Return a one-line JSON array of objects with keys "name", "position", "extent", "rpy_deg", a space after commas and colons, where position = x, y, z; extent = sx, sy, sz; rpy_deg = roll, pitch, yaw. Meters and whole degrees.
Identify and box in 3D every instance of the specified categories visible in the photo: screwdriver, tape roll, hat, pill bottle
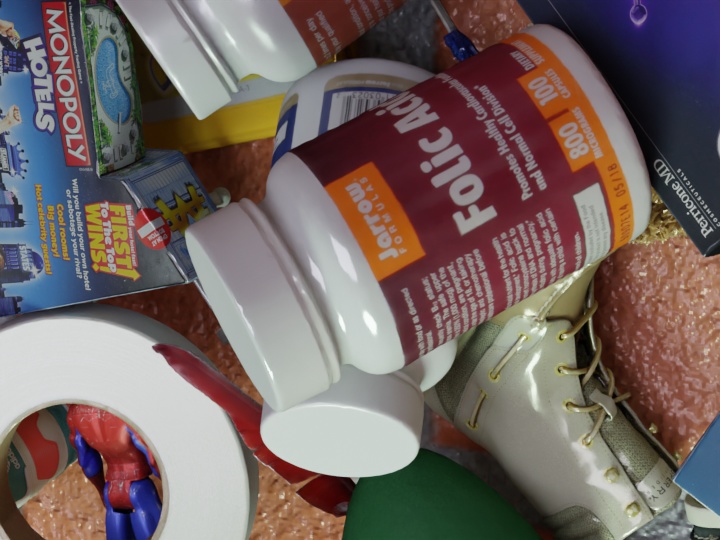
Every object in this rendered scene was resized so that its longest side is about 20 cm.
[{"name": "screwdriver", "position": [0.039, -0.137, 1.150], "extent": [0.029, 0.028, 0.201], "rpy_deg": [-37, 66, 8]}, {"name": "tape roll", "position": [-0.157, 0.120, 1.222], "extent": [0.201, 0.037, 0.205], "rpy_deg": [1, 102, 7]}, {"name": "hat", "position": [0.027, 0.106, 1.175], "extent": [0.165, 0.199, 0.178], "rpy_deg": [-22, 73, 32]}, {"name": "pill bottle", "position": [0.026, -0.023, 1.008], "extent": [0.199, 0.114, 0.115], "rpy_deg": [-28, 90, -10]}, {"name": "pill bottle", "position": [0.000, 0.000, 1.127], "extent": [0.110, 0.111, 0.202], "rpy_deg": [-10, 55, 28]}, {"name": "pill bottle", "position": [-0.026, -0.170, 1.107], "extent": [0.199, 0.112, 0.113], "rpy_deg": [-36, 85, -2]}]

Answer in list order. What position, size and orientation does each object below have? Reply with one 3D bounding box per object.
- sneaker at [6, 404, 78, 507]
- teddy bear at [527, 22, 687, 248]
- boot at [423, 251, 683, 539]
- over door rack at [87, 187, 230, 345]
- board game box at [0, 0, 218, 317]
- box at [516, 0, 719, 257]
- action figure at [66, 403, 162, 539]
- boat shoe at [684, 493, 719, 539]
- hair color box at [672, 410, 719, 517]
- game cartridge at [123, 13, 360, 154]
[{"name": "sneaker", "position": [-0.251, 0.129, 1.334], "extent": [0.199, 0.093, 0.071], "rpy_deg": [-28, 93, 45]}, {"name": "teddy bear", "position": [0.164, -0.077, 1.116], "extent": [0.199, 0.067, 0.147], "rpy_deg": [8, 102, 32]}, {"name": "boot", "position": [0.121, 0.059, 1.144], "extent": [0.155, 0.072, 0.200], "rpy_deg": [49, 139, 7]}, {"name": "over door rack", "position": [-0.101, 0.054, 1.281], "extent": [0.200, 0.066, 0.148], "rpy_deg": [-36, 86, 43]}, {"name": "board game box", "position": [-0.166, -0.059, 1.190], "extent": [0.198, 0.062, 0.202], "rpy_deg": [6, 110, 29]}, {"name": "box", "position": [0.168, -0.129, 1.024], "extent": [0.141, 0.079, 0.201], "rpy_deg": [-44, 71, 30]}, {"name": "action figure", "position": [-0.134, 0.137, 1.269], "extent": [0.065, 0.052, 0.202], "rpy_deg": [-1, 105, 33]}, {"name": "boat shoe", "position": [0.264, 0.148, 1.111], "extent": [0.198, 0.074, 0.067], "rpy_deg": [-1, 105, 27]}, {"name": "hair color box", "position": [0.233, 0.077, 1.035], "extent": [0.100, 0.200, 0.061], "rpy_deg": [37, 117, 13]}, {"name": "game cartridge", "position": [-0.102, -0.156, 1.240], "extent": [0.198, 0.032, 0.178], "rpy_deg": [-10, 98, 27]}]
